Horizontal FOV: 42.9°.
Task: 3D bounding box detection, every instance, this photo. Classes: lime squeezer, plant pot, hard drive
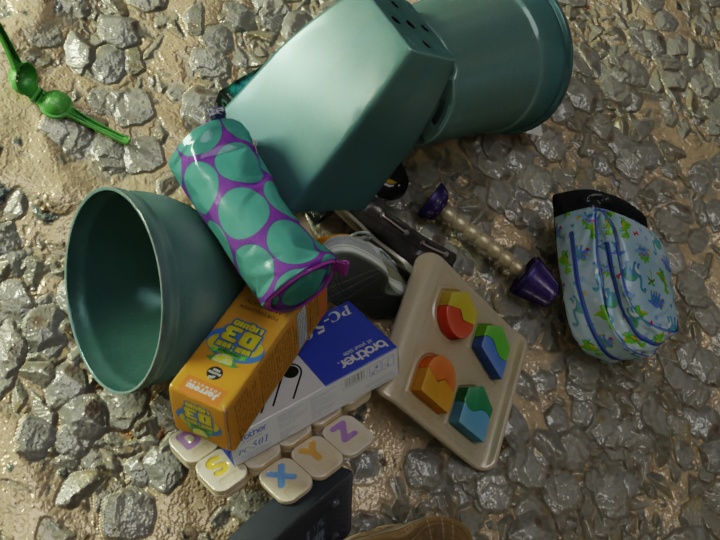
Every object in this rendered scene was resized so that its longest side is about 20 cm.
[{"bbox_3d":[-0.348,-0.206,1.029,0.200,0.070,0.038,45,37,-32],"label":"lime squeezer"},{"bbox_3d":[0.109,-0.238,1.058,0.195,0.200,0.201,-24,78,-42],"label":"plant pot"},{"bbox_3d":[-0.011,-0.182,0.950,0.141,0.200,0.142,-7,56,-55],"label":"plant pot"},{"bbox_3d":[-0.195,0.016,0.931,0.133,0.200,0.202,-5,69,-42],"label":"plant pot"},{"bbox_3d":[-0.088,0.280,0.888,0.042,0.136,0.200,35,55,28],"label":"hard drive"}]

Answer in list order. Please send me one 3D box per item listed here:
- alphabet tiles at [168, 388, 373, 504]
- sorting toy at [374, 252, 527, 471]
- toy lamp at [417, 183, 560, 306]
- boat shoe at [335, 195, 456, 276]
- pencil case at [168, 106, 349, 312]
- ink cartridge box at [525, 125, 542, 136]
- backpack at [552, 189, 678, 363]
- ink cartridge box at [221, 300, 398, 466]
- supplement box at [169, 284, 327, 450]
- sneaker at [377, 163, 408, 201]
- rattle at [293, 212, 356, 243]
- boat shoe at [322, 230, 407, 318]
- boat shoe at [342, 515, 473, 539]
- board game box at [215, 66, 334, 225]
[{"bbox_3d":[-0.090,0.149,0.938,0.199,0.015,0.195,-31,45,-29],"label":"alphabet tiles"},{"bbox_3d":[0.115,0.105,1.049,0.200,0.036,0.186,39,57,-30],"label":"sorting toy"},{"bbox_3d":[0.164,-0.028,1.150,0.199,0.058,0.058,39,61,1],"label":"toy lamp"},{"bbox_3d":[0.032,-0.054,1.086,0.200,0.067,0.057,41,86,-18],"label":"boat shoe"},{"bbox_3d":[-0.102,-0.056,0.880,0.092,0.085,0.201,-25,68,-24],"label":"pencil case"},{"bbox_3d":[0.145,-0.258,1.247,0.198,0.050,0.163,8,66,-23],"label":"ink cartridge box"},{"bbox_3d":[0.318,0.015,1.147,0.162,0.153,0.202,23,73,-43],"label":"backpack"},{"bbox_3d":[-0.067,0.110,0.936,0.199,0.045,0.094,-26,44,-25],"label":"ink cartridge box"},{"bbox_3d":[-0.103,0.073,0.890,0.066,0.069,0.201,19,50,16],"label":"supplement box"},{"bbox_3d":[-0.006,-0.175,1.093,0.070,0.090,0.201,-34,83,-29],"label":"sneaker"},{"bbox_3d":[-0.078,-0.090,1.028,0.142,0.130,0.202,-26,95,-17],"label":"rattle"},{"bbox_3d":[0.002,0.000,1.017,0.074,0.202,0.065,-26,66,17],"label":"boat shoe"},{"bbox_3d":[0.035,0.296,0.957,0.199,0.069,0.075,8,74,-41],"label":"boat shoe"},{"bbox_3d":[-0.066,-0.171,1.137,0.135,0.028,0.200,-37,85,-29],"label":"board game box"}]
